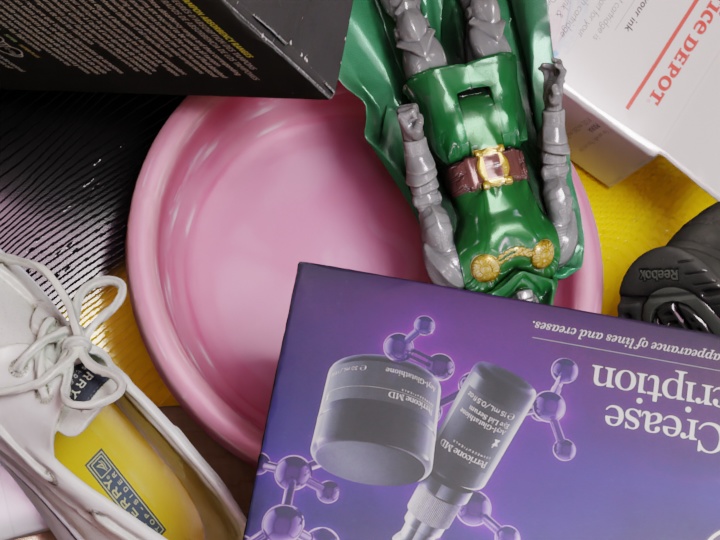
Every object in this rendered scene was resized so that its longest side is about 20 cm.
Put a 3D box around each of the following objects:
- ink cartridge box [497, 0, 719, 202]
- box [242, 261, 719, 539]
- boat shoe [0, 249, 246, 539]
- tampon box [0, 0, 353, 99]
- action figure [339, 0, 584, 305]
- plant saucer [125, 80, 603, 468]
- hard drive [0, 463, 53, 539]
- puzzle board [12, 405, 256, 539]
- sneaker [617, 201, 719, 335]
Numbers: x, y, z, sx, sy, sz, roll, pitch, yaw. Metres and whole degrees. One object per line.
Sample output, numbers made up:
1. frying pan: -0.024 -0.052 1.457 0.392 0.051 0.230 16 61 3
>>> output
1. ink cartridge box: 0.102 -0.120 0.886 0.200 0.067 0.117 36 75 -4
2. box: 0.061 0.089 0.732 0.199 0.079 0.142 9 69 2
3. boat shoe: -0.112 0.044 0.742 0.202 0.086 0.075 52 51 -12
4. tampon box: -0.108 -0.159 0.764 0.199 0.126 0.151 4 75 24
5. action figure: 0.045 -0.062 0.805 0.117 0.055 0.201 -15 87 -9
6. plant saucer: 0.000 0.000 0.837 0.199 0.051 0.202 4 70 -11
7. hard drive: -0.229 0.061 0.782 0.199 0.027 0.133 -14 83 -10
8. puzzle board: -0.084 0.132 0.821 0.199 0.017 0.152 -3 81 -13
9. sneaker: 0.193 0.055 0.834 0.091 0.076 0.201 -43 105 -41
